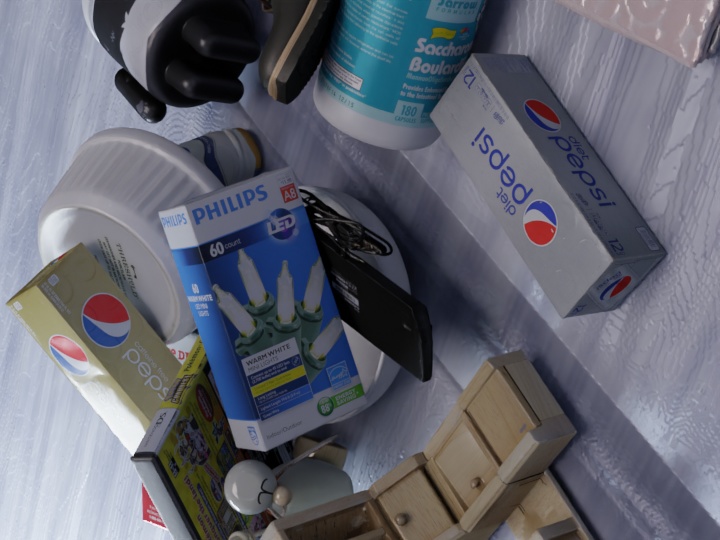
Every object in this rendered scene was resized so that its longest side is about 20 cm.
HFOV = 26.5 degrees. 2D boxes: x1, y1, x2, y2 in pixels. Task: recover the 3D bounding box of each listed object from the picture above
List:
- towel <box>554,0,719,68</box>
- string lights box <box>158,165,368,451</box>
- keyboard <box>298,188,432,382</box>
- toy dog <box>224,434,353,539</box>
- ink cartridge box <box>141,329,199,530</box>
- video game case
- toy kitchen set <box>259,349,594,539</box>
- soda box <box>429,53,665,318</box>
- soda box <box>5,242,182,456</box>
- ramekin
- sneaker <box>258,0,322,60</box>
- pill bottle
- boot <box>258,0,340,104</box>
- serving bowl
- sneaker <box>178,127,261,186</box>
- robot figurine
[{"bbox_3d":[0.195,-0.265,1.044,0.191,0.032,0.202,37,123,40],"label":"towel"},{"bbox_3d":[-0.077,0.030,1.219,0.059,0.102,0.202,-4,106,61],"label":"string lights box"},{"bbox_3d":[0.000,0.000,1.225,0.199,0.039,0.105,36,144,40],"label":"keyboard"},{"bbox_3d":[-0.041,0.196,1.296,0.095,0.200,0.134,10,106,17],"label":"toy dog"},{"bbox_3d":[-0.141,0.150,1.466,0.143,0.083,0.203,8,101,48],"label":"ink cartridge box"},{"bbox_3d":[-0.117,0.169,1.316,0.025,0.182,0.202,-4,127,24],"label":"video game case"},{"bbox_3d":[0.063,0.200,1.155,0.164,0.179,0.201,56,137,26],"label":"toy kitchen set"},{"bbox_3d":[0.134,-0.065,1.122,0.068,0.063,0.201,-53,57,38],"label":"soda box"},{"bbox_3d":[-0.220,0.079,1.363,0.064,0.068,0.201,-25,108,47],"label":"soda box"},{"bbox_3d":[-0.203,-0.021,1.388,0.200,0.094,0.204,21,136,21],"label":"ramekin"},{"bbox_3d":[-0.061,-0.232,1.272,0.201,0.075,0.070,52,134,-3],"label":"sneaker"},{"bbox_3d":[0.039,-0.203,1.178,0.111,0.110,0.202,42,126,37],"label":"pill bottle"},{"bbox_3d":[-0.078,-0.237,1.196,0.078,0.137,0.202,106,-176,-65],"label":"boot"},{"bbox_3d":[-0.020,0.026,1.317,0.199,0.065,0.203,11,104,48],"label":"serving bowl"},{"bbox_3d":[-0.169,-0.054,1.467,0.075,0.087,0.201,48,130,31],"label":"sneaker"},{"bbox_3d":[-0.175,-0.231,1.424,0.200,0.150,0.125,42,168,37],"label":"robot figurine"}]
